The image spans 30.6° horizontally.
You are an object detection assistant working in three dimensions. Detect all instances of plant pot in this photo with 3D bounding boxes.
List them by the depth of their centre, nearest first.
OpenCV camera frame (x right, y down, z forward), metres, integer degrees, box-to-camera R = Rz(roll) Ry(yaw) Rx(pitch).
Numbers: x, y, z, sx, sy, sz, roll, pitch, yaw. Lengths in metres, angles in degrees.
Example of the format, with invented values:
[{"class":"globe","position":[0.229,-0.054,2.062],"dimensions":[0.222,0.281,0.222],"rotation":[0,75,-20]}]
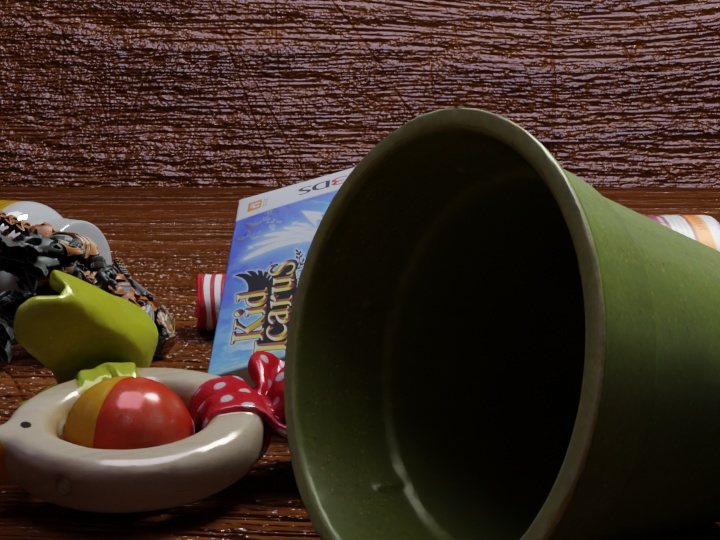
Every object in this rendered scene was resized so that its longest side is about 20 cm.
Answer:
[{"class":"plant pot","position":[0.099,0.047,0.577],"dimensions":[0.190,0.200,0.200],"rotation":[10,1,-34]}]

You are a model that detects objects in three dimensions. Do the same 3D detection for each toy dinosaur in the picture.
[{"class":"toy dinosaur","position":[-0.240,0.011,1.033],"dimensions":[0.200,0.102,0.136],"rotation":[15,18,27]}]

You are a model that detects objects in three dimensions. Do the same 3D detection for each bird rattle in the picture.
[{"class":"bird rattle","position":[-0.101,0.084,0.682],"dimensions":[0.200,0.113,0.163],"rotation":[16,24,18]}]

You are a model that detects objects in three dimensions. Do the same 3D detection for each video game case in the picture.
[{"class":"video game case","position":[0.000,0.000,0.858],"dimensions":[0.181,0.045,0.200],"rotation":[-16,34,12]}]

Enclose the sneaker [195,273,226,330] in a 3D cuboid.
[{"class":"sneaker","position":[-0.078,0.010,1.162],"dimensions":[0.115,0.079,0.200],"rotation":[4,8,22]}]

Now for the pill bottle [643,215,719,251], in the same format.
[{"class":"pill bottle","position":[0.156,0.018,0.943],"dimensions":[0.200,0.114,0.114],"rotation":[-1,8,-4]}]

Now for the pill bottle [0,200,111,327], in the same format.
[{"class":"pill bottle","position":[-0.323,-0.007,1.166],"dimensions":[0.200,0.113,0.113],"rotation":[5,9,30]}]

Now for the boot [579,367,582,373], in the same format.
[{"class":"boot","position":[0.119,0.014,0.722],"dimensions":[0.200,0.090,0.073],"rotation":[-22,-21,-16]}]
